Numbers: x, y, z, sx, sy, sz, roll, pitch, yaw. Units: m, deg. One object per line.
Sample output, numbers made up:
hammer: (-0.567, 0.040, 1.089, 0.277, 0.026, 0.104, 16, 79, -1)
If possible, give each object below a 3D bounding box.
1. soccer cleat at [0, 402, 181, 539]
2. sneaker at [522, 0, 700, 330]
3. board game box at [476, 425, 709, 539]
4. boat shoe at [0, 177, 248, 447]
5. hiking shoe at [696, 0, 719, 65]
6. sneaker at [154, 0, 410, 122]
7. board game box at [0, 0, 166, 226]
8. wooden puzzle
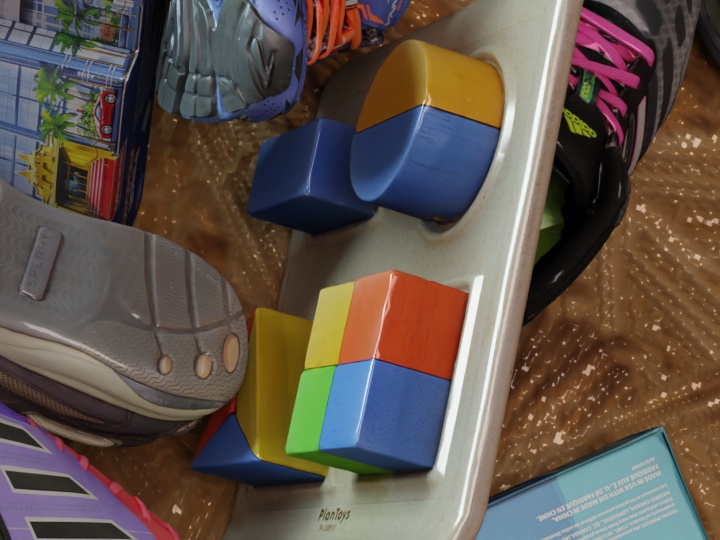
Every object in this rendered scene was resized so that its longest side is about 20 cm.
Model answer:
soccer cleat: (-0.094, 0.090, 0.801, 0.073, 0.068, 0.200, -42, 119, -25)
sneaker: (0.069, -0.049, 0.873, 0.074, 0.087, 0.200, 33, 75, -5)
board game box: (0.071, 0.175, 0.857, 0.151, 0.047, 0.200, -22, 86, -15)
boat shoe: (-0.135, 0.006, 0.794, 0.200, 0.073, 0.075, 28, 44, -11)
hiking shoe: (0.224, -0.121, 0.913, 0.200, 0.101, 0.076, -22, 87, -15)
sneaker: (-0.020, -0.098, 0.807, 0.078, 0.200, 0.075, 8, 113, -3)
board game box: (-0.163, -0.099, 0.796, 0.200, 0.200, 0.062, 13, 44, 2)
wooden puzzle: (0.000, 0.000, 0.798, 0.046, 0.185, 0.200, 21, 76, -20)
